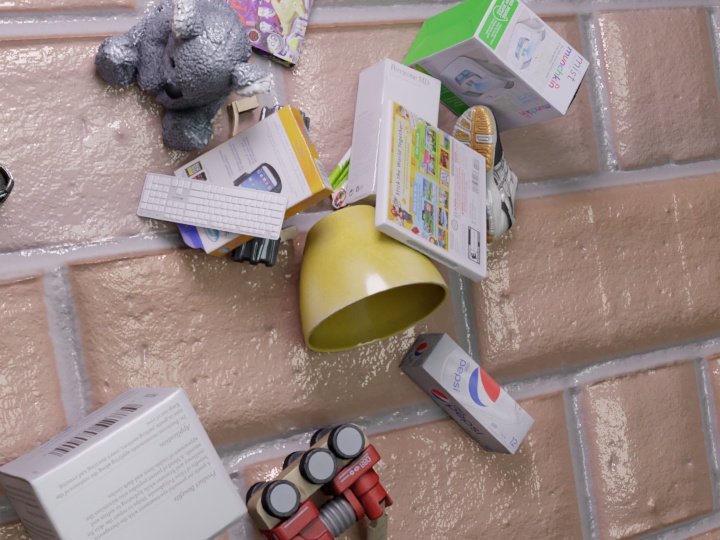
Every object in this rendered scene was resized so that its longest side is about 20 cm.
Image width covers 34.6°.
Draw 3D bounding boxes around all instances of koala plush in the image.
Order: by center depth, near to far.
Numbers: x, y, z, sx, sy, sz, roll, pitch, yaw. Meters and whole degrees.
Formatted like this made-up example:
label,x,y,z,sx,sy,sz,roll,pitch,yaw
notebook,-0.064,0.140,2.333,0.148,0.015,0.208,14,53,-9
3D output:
label,x,y,z,sx,sy,sz,roll,pitch,yaw
koala plush,-0.194,-0.262,1.396,0.177,0.200,0.184,45,77,-18

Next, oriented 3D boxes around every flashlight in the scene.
label,x,y,z,sx,sy,sz,roll,pitch,yaw
flashlight,-0.113,-0.107,1.486,0.067,0.068,0.202,11,82,-18

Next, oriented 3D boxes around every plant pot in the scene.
label,x,y,z,sx,sy,sz,roll,pitch,yaw
plant pot,0.000,0.000,1.519,0.198,0.200,0.143,-9,68,-28

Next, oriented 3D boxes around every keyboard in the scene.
label,x,y,z,sx,sy,sz,roll,pitch,yaw
keyboard,-0.184,-0.080,1.431,0.011,0.198,0.057,18,83,-70

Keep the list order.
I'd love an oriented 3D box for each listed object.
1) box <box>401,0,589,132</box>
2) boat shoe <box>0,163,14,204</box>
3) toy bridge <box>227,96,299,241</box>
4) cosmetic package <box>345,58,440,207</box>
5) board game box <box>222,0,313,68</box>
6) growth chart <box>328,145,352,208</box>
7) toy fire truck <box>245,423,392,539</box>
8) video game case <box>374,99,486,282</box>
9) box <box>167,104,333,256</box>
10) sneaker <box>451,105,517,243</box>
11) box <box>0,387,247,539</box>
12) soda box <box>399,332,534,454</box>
label,x,y,z,sx,sy,sz,roll,pitch,yaw
box,0.186,-0.288,1.618,0.176,0.200,0.097,36,71,-22
boat shoe,-0.492,-0.129,1.315,0.199,0.067,0.072,23,78,-24
toy bridge,-0.140,-0.124,1.527,0.067,0.027,0.202,-19,96,-26
cosmetic package,0.046,-0.177,1.587,0.101,0.074,0.202,16,71,-32
board game box,-0.117,-0.389,1.559,0.119,0.032,0.202,18,78,-22
growth chart,0.043,-0.103,1.631,0.200,0.018,0.145,38,69,-22
toy fire truck,-0.033,0.325,1.515,0.176,0.129,0.201,-37,94,-25
video game case,0.096,-0.105,1.521,0.181,0.023,0.202,27,51,-32
box,-0.143,-0.105,1.446,0.120,0.199,0.041,66,17,14
sneaker,0.184,-0.144,1.673,0.087,0.075,0.202,-24,118,-42
box,-0.277,0.255,1.329,0.198,0.200,0.172,-32,99,-27
soda box,0.152,0.175,1.642,0.200,0.068,0.064,44,68,-18
